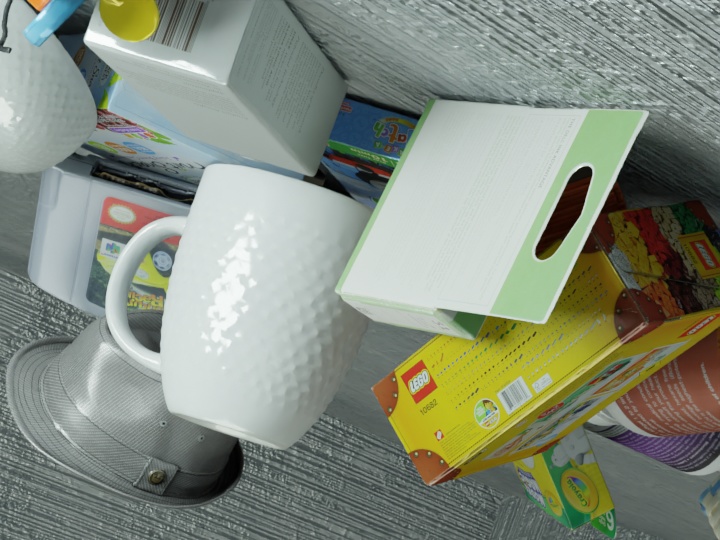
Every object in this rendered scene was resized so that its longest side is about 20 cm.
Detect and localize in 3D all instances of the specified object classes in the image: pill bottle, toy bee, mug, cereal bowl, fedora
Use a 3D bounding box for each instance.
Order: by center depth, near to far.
[{"bbox_3d":[-0.158,-0.173,1.153,0.131,0.109,0.200,42,-167,-31],"label":"toy bee"},{"bbox_3d":[-0.282,-0.139,1.457,0.200,0.083,0.200,37,160,16],"label":"cereal bowl"},{"bbox_3d":[0.232,0.058,1.465,0.112,0.113,0.200,26,157,-31],"label":"pill bottle"},{"bbox_3d":[-0.091,0.025,1.513,0.199,0.176,0.148,14,171,22],"label":"mug"},{"bbox_3d":[-0.160,0.090,1.599,0.199,0.090,0.177,27,-153,-21],"label":"fedora"},{"bbox_3d":[0.273,0.112,1.830,0.199,0.112,0.111,25,171,-24],"label":"pill bottle"}]

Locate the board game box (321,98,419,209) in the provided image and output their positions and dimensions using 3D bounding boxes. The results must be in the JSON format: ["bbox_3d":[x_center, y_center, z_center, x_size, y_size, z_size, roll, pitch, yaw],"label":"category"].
[{"bbox_3d":[0.049,-0.066,1.507,0.151,0.037,0.200,18,172,18],"label":"board game box"}]

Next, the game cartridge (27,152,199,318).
[{"bbox_3d":[-0.157,-0.011,1.637,0.199,0.041,0.133,16,130,2],"label":"game cartridge"}]

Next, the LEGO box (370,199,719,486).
[{"bbox_3d":[0.130,0.046,1.338,0.149,0.200,0.077,-9,-116,-54],"label":"LEGO box"}]

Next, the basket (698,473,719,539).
[{"bbox_3d":[0.478,0.293,2.314,0.176,0.139,0.200,29,-161,-44],"label":"basket"}]

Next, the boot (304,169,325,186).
[{"bbox_3d":[-0.119,-0.033,1.705,0.200,0.151,0.073,15,178,42],"label":"boot"}]

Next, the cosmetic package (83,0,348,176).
[{"bbox_3d":[-0.085,-0.129,1.316,0.101,0.074,0.200,19,173,16],"label":"cosmetic package"}]

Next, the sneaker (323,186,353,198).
[{"bbox_3d":[0.011,-0.019,1.803,0.200,0.077,0.081,30,177,-9],"label":"sneaker"}]

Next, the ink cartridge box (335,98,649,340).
[{"bbox_3d":[0.086,-0.030,1.266,0.048,0.146,0.200,37,163,-36],"label":"ink cartridge box"}]

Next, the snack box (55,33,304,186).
[{"bbox_3d":[-0.150,-0.115,1.566,0.168,0.068,0.200,24,172,-32],"label":"snack box"}]

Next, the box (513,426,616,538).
[{"bbox_3d":[0.152,0.134,1.784,0.201,0.048,0.117,65,170,-13],"label":"box"}]

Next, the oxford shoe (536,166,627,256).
[{"bbox_3d":[0.133,-0.033,1.401,0.071,0.073,0.200,-16,150,-5],"label":"oxford shoe"}]
